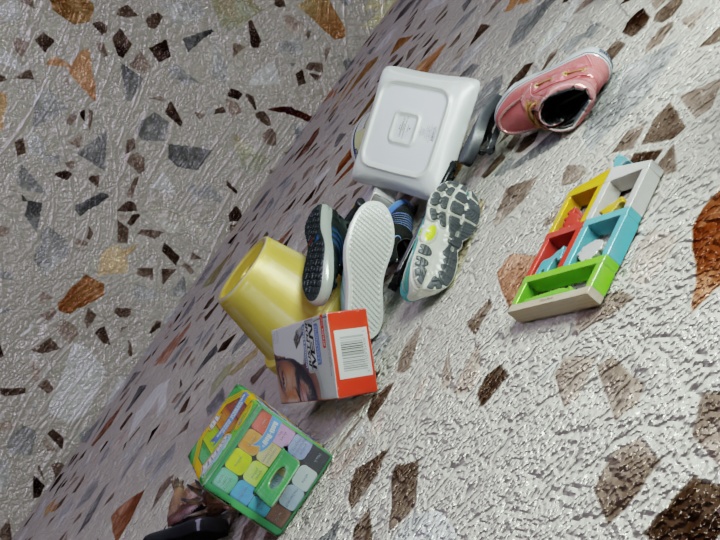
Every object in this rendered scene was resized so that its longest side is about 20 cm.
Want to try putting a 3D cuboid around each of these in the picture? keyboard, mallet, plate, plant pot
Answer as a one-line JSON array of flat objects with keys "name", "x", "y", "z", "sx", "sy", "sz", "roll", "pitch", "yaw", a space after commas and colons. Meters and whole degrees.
[{"name": "keyboard", "x": 0.090, "y": -0.057, "z": 1.313, "sx": 0.201, "sy": 0.021, "sz": 0.127, "roll": -62, "pitch": -3, "yaw": -16}, {"name": "mallet", "x": -0.042, "y": -0.054, "z": 1.503, "sx": 0.200, "sy": 0.041, "sz": 0.066, "roll": -54, "pitch": 8, "yaw": 33}, {"name": "plate", "x": 0.078, "y": -0.224, "z": 1.431, "sx": 0.199, "sy": 0.032, "sz": 0.201, "roll": 19, "pitch": 93, "yaw": 39}, {"name": "plant pot", "x": -0.114, "y": 0.054, "z": 1.416, "sx": 0.201, "sy": 0.189, "sz": 0.201, "roll": -46, "pitch": 17, "yaw": 19}]

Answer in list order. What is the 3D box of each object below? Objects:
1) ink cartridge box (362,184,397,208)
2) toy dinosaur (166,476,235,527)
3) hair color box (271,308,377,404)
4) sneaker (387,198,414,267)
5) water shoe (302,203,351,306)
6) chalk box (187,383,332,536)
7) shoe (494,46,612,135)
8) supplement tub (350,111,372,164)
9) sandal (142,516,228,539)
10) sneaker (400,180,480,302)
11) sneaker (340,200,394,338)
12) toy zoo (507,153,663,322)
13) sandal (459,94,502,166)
[{"name": "ink cartridge box", "x": -0.002, "y": -0.060, "z": 1.537, "sx": 0.200, "sy": 0.045, "sz": 0.177, "roll": -57, "pitch": 9, "yaw": 43}, {"name": "toy dinosaur", "x": -0.240, "y": 0.341, "z": 1.317, "sx": 0.200, "sy": 0.086, "sz": 0.136, "roll": -46, "pitch": 15, "yaw": 22}, {"name": "hair color box", "x": -0.054, "y": 0.121, "z": 1.225, "sx": 0.200, "sy": 0.064, "sz": 0.112, "roll": -23, "pitch": 74, "yaw": 63}, {"name": "sneaker", "x": 0.053, "y": -0.056, "z": 1.423, "sx": 0.070, "sy": 0.078, "sz": 0.200, "roll": -47, "pitch": -6, "yaw": 28}, {"name": "water shoe", "x": -0.038, "y": -0.022, "z": 1.353, "sx": 0.072, "sy": 0.079, "sz": 0.201, "roll": -48, "pitch": 30, "yaw": 37}, {"name": "chalk box", "x": -0.129, "y": 0.243, "z": 1.148, "sx": 0.125, "sy": 0.124, "sz": 0.200, "roll": -55, "pitch": 15, "yaw": -9}, {"name": "shoe", "x": 0.245, "y": -0.221, "z": 1.207, "sx": 0.200, "sy": 0.071, "sz": 0.091, "roll": -27, "pitch": 23, "yaw": 48}, {"name": "supplement tub", "x": 0.081, "y": -0.235, "z": 1.581, "sx": 0.145, "sy": 0.145, "sz": 0.200, "roll": -57, "pitch": 16, "yaw": -18}, {"name": "sandal", "x": -0.261, "y": 0.399, "z": 1.298, "sx": 0.200, "sy": 0.076, "sz": 0.043, "roll": -37, "pitch": 48, "yaw": 46}, {"name": "sneaker", "x": 0.102, "y": -0.043, "z": 1.230, "sx": 0.201, "sy": 0.077, "sz": 0.080, "roll": -62, "pitch": 9, "yaw": -32}, {"name": "sneaker", "x": 0.000, "y": 0.000, "z": 1.310, "sx": 0.082, "sy": 0.073, "sz": 0.201, "roll": 172, "pitch": 107, "yaw": -74}, {"name": "toy zoo", "x": 0.235, "y": -0.040, "z": 0.922, "sx": 0.201, "sy": 0.020, "sz": 0.131, "roll": -59, "pitch": 16, "yaw": -24}, {"name": "sandal", "x": 0.197, "y": -0.215, "z": 1.355, "sx": 0.200, "sy": 0.043, "sz": 0.076, "roll": -55, "pitch": -9, "yaw": -52}]
